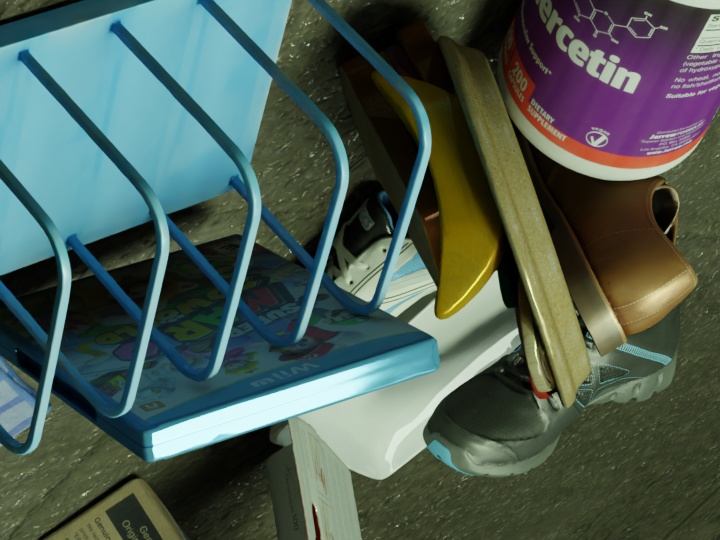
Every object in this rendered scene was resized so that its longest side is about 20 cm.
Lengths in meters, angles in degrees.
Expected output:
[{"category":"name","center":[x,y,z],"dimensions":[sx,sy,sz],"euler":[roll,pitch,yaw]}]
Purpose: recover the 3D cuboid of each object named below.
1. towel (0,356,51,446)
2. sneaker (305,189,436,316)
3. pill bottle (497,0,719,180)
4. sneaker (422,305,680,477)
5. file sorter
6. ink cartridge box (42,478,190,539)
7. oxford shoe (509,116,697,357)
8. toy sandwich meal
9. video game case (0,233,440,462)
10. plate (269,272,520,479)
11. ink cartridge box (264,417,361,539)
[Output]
[{"category":"towel","center":[-0.249,0.108,1.402],"dimensions":[0.200,0.024,0.147],"euler":[-36,160,-3]},{"category":"sneaker","center":[0.000,0.000,1.529],"dimensions":[0.200,0.072,0.073],"euler":[-34,121,12]},{"category":"pill bottle","center":[0.142,-0.141,1.376],"dimensions":[0.112,0.113,0.200],"euler":[-24,155,-29]},{"category":"sneaker","center":[0.116,0.056,1.736],"dimensions":[0.200,0.073,0.082],"euler":[-29,141,-36]},{"category":"file sorter","center":[-0.087,-0.028,1.211],"dimensions":[0.200,0.123,0.139],"euler":[-22,145,-35]},{"category":"ink cartridge box","center":[-0.098,0.229,1.693],"dimensions":[0.075,0.165,0.200],"euler":[-34,159,-5]},{"category":"oxford shoe","center":[0.125,-0.034,1.468],"dimensions":[0.071,0.200,0.071],"euler":[-27,128,5]},{"category":"toy sandwich meal","center":[0.048,-0.024,1.362],"dimensions":[0.070,0.206,0.205],"euler":[-19,159,2]},{"category":"video game case","center":[-0.074,0.031,1.302],"dimensions":[0.143,0.200,0.018],"euler":[-16,111,-24]},{"category":"plate","center":[0.047,0.042,1.716],"dimensions":[0.200,0.032,0.200],"euler":[-40,158,9]},{"category":"ink cartridge box","center":[-0.029,0.177,1.634],"dimensions":[0.047,0.161,0.200],"euler":[-11,165,7]}]
